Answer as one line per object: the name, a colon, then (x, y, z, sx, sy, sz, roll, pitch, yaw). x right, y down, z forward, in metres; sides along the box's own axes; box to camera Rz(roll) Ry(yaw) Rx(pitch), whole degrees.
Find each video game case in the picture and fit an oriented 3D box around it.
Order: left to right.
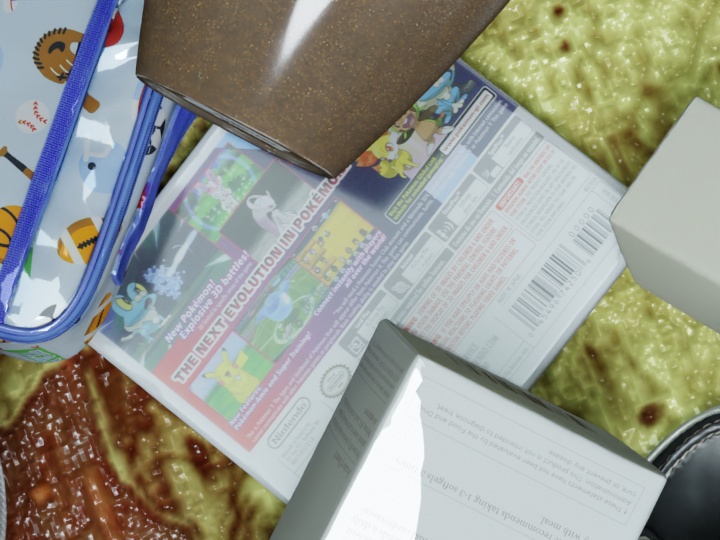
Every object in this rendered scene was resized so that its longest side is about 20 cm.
video game case: (0.000, 0.000, 1.154, 0.182, 0.023, 0.200, 38, 92, 8)

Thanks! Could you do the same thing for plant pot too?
plant pot: (-0.006, -0.146, 1.081, 0.187, 0.187, 0.200, 27, 89, 8)

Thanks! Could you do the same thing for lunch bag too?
lunch bag: (-0.153, -0.068, 1.141, 0.160, 0.076, 0.200, 17, 79, 9)

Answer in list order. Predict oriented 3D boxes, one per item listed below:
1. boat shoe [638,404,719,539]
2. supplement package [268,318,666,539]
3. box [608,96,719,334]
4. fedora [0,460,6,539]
boat shoe: (0.116, 0.146, 1.109, 0.074, 0.060, 0.200, 35, 91, 8)
supplement package: (0.020, 0.138, 1.077, 0.117, 0.117, 0.200, 27, 92, -9)
box: (0.204, 0.014, 1.070, 0.200, 0.082, 0.068, 33, 80, 23)
fedora: (-0.227, 0.079, 1.128, 0.200, 0.090, 0.177, 6, 107, 14)
